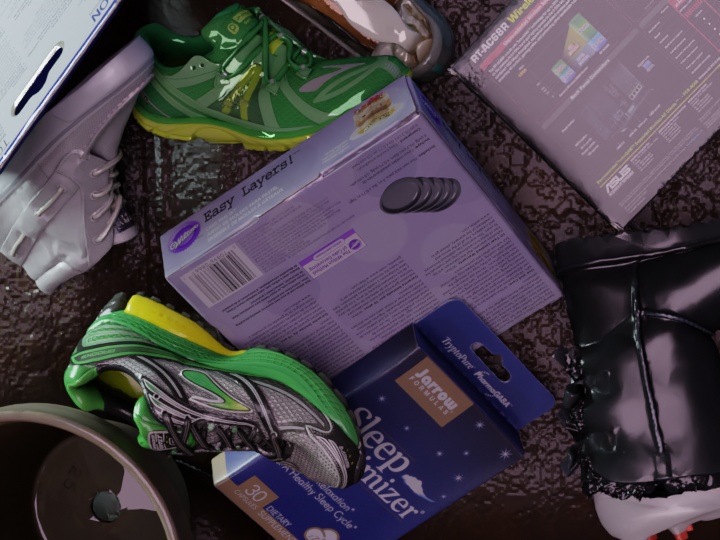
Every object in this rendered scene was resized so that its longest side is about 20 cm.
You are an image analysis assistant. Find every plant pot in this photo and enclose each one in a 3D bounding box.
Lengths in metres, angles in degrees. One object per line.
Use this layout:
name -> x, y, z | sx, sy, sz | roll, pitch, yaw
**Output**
plant pot -> -0.188, 0.172, 1.250 | 0.199, 0.174, 0.201 | 1, 98, 11

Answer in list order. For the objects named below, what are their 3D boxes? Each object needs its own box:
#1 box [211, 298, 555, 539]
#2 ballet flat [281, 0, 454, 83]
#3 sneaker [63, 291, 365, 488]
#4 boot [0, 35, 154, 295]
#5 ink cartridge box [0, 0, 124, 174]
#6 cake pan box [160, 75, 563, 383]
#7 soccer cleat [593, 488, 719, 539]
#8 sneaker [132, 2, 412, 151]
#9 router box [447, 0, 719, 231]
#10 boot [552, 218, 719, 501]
box -> 0.018, 0.112, 1.245 | 0.200, 0.032, 0.121 | -36, 121, 15
ballet flat -> -0.025, -0.191, 1.229 | 0.200, 0.064, 0.067 | 37, 102, 4
sneaker -> -0.089, 0.090, 1.171 | 0.200, 0.085, 0.078 | 20, 138, 17
boot -> -0.173, -0.064, 1.255 | 0.096, 0.074, 0.200 | 46, 129, -7
ink cartridge box -> -0.213, -0.146, 1.220 | 0.041, 0.200, 0.200 | 28, 107, -39
cake pan box -> 0.000, 0.000, 1.209 | 0.200, 0.052, 0.184 | -34, 125, 14
soccer cleat -> 0.240, 0.116, 1.220 | 0.200, 0.069, 0.078 | -21, 90, 15
sneaker -> -0.065, -0.124, 1.215 | 0.199, 0.074, 0.084 | 3, 119, 25
router box -> 0.176, -0.146, 1.198 | 0.150, 0.062, 0.200 | 44, 103, 2
boot -> 0.211, 0.053, 1.177 | 0.198, 0.073, 0.163 | -8, 79, 13
